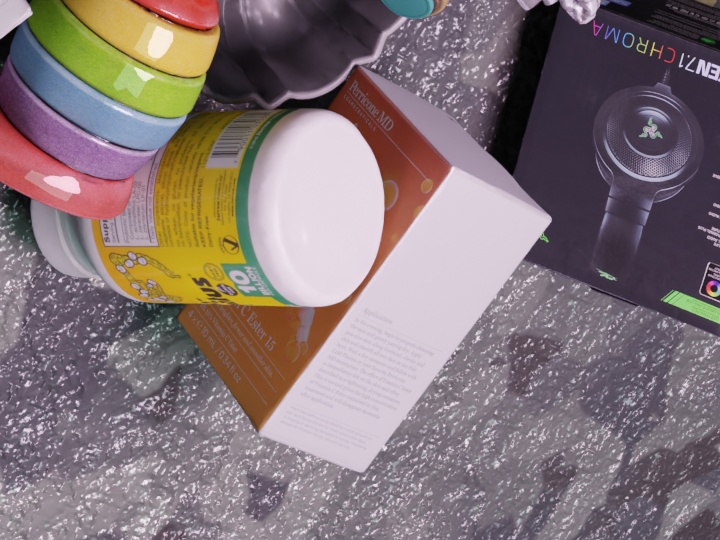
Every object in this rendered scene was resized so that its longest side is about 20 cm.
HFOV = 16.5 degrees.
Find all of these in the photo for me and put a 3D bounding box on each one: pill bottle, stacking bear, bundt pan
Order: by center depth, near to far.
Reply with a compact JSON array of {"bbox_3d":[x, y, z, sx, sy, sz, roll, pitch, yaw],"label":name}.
[{"bbox_3d":[-0.127,-0.139,1.349,0.113,0.121,0.201,34,110,1],"label":"stacking bear"},{"bbox_3d":[-0.095,-0.036,1.451,0.112,0.199,0.114,-2,93,-53],"label":"pill bottle"},{"bbox_3d":[-0.056,-0.202,1.466,0.201,0.076,0.203,-18,127,-26],"label":"bundt pan"}]

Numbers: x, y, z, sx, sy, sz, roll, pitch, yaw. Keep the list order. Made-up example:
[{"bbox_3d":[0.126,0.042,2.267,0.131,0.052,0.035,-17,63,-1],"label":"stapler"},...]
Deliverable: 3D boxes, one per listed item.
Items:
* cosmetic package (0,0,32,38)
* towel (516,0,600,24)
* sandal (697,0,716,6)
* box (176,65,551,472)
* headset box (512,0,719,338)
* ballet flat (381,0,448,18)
[{"bbox_3d":[-0.270,-0.186,1.270,0.107,0.090,0.200,-38,110,-5],"label":"cosmetic package"},{"bbox_3d":[0.107,-0.274,1.492,0.166,0.085,0.201,-65,148,-34],"label":"towel"},{"bbox_3d":[0.265,-0.254,1.664,0.077,0.070,0.213,7,114,-38],"label":"sandal"},{"bbox_3d":[0.000,0.000,1.511,0.097,0.124,0.201,25,107,-43],"label":"box"},{"bbox_3d":[0.198,-0.074,1.650,0.093,0.173,0.201,-39,147,-60],"label":"headset box"},{"bbox_3d":[-0.001,-0.226,1.408,0.200,0.068,0.063,53,55,-45],"label":"ballet flat"}]
